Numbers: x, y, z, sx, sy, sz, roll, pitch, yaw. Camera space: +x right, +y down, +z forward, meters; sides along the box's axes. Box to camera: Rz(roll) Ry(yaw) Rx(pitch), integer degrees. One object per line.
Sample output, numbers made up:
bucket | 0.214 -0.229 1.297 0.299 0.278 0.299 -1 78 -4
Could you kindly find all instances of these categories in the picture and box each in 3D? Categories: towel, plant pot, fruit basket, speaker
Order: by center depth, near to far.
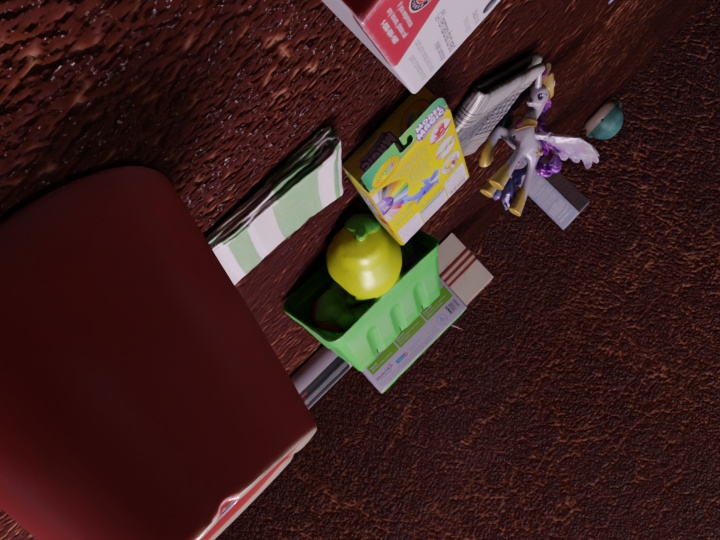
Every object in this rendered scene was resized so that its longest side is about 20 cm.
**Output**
plant pot | -0.132 0.074 0.452 0.200 0.178 0.201 -43 171 -9
towel | -0.091 -0.029 0.690 0.200 0.023 0.153 -45 172 -8
fruit basket | 0.000 0.000 1.010 0.212 0.154 0.221 -16 117 -33
towel | 0.160 -0.198 1.065 0.199 0.035 0.193 -38 169 -45
speaker | -0.105 0.240 1.718 0.200 0.081 0.081 -43 172 -13

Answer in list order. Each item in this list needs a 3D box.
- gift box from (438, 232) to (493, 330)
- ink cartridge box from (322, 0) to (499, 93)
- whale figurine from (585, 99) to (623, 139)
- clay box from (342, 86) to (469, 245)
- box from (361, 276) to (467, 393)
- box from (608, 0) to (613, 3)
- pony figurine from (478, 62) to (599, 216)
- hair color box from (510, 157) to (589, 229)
gift box | 0.236 0.041 2.052 0.186 0.201 0.185 -43 167 0
ink cartridge box | 0.056 -0.200 0.374 0.200 0.084 0.144 -47 171 10
whale figurine | 0.852 -0.512 2.711 0.160 0.104 0.199 -48 171 21
clay box | 0.050 -0.109 0.822 0.115 0.048 0.200 -45 158 -2
box | 0.047 0.071 1.312 0.200 0.177 0.097 -44 171 -6
box | 0.373 -0.426 0.968 0.199 0.048 0.122 -41 170 -28
pony figurine | 0.264 -0.194 1.218 0.203 0.165 0.193 -60 146 -4
hair color box | 0.431 -0.198 1.822 0.061 0.200 0.099 -49 170 35
